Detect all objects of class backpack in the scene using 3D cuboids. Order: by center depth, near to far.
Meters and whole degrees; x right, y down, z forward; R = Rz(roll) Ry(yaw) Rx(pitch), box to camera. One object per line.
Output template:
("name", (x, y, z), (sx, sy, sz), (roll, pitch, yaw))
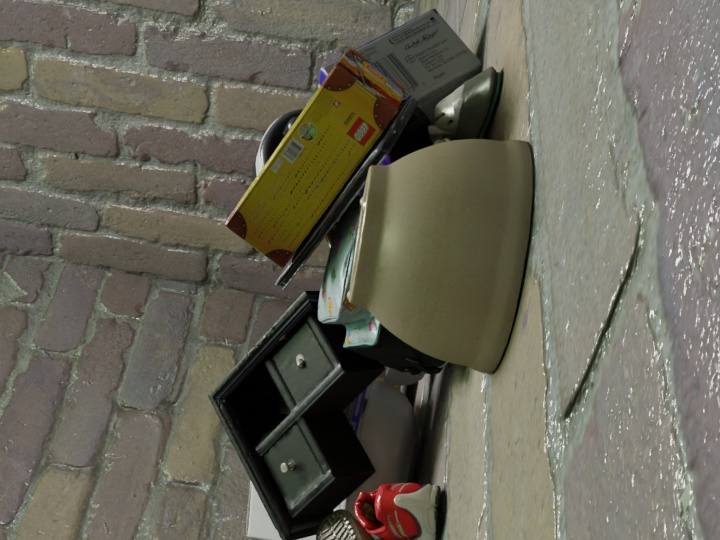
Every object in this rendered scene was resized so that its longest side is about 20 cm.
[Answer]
("backpack", (0.043, -0.009, 1.175), (0.176, 0.152, 0.202), (150, 143, -78))

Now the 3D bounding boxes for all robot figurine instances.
("robot figurine", (-0.066, -0.119, 1.351), (0.150, 0.125, 0.200), (-43, -2, -17))

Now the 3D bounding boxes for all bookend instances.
("bookend", (-0.047, 0.163, 1.267), (0.199, 0.092, 0.201), (-45, 63, 29))

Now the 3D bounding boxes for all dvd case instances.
("dvd case", (-0.014, -0.083, 1.177), (0.200, 0.016, 0.149), (-50, 6, 32))

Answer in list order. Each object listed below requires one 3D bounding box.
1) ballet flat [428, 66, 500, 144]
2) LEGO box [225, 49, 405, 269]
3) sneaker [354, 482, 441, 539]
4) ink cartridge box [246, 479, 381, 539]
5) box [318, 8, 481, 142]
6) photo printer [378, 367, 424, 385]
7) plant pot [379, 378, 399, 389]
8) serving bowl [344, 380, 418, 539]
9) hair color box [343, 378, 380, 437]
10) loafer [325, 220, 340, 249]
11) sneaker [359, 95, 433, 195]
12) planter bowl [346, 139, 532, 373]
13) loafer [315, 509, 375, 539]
("ballet flat", (0.106, -0.158, 1.249), (0.201, 0.063, 0.068), (103, 176, -63))
("LEGO box", (-0.045, -0.119, 1.162), (0.201, 0.077, 0.149), (-53, 6, 17))
("sneaker", (0.035, 0.258, 1.194), (0.200, 0.084, 0.078), (104, 175, -66))
("ink cartridge box", (-0.052, 0.327, 1.536), (0.200, 0.144, 0.086), (21, -106, -68))
("box", (0.039, -0.202, 1.433), (0.105, 0.183, 0.201), (52, 158, 19))
("photo printer", (0.056, 0.016, 1.411), (0.168, 0.068, 0.202), (106, 164, -45))
("plant pot", (-0.026, 0.185, 1.641), (0.200, 0.197, 0.179), (42, -145, -87))
("serving bowl", (0.032, 0.242, 1.388), (0.200, 0.065, 0.203), (10, -90, -81))
("hair color box", (-0.014, 0.185, 1.439), (0.200, 0.064, 0.111), (61, -139, -74))
("loafer", (0.000, 0.000, 1.344), (0.200, 0.071, 0.074), (-112, 34, -62))
("sneaker", (0.045, -0.103, 1.272), (0.069, 0.099, 0.202), (-31, -43, -33))
("planter bowl", (0.061, -0.022, 0.967), (0.200, 0.133, 0.203), (-171, 90, -87))
("loafer", (0.017, 0.348, 1.208), (0.076, 0.068, 0.201), (-41, 47, 18))
